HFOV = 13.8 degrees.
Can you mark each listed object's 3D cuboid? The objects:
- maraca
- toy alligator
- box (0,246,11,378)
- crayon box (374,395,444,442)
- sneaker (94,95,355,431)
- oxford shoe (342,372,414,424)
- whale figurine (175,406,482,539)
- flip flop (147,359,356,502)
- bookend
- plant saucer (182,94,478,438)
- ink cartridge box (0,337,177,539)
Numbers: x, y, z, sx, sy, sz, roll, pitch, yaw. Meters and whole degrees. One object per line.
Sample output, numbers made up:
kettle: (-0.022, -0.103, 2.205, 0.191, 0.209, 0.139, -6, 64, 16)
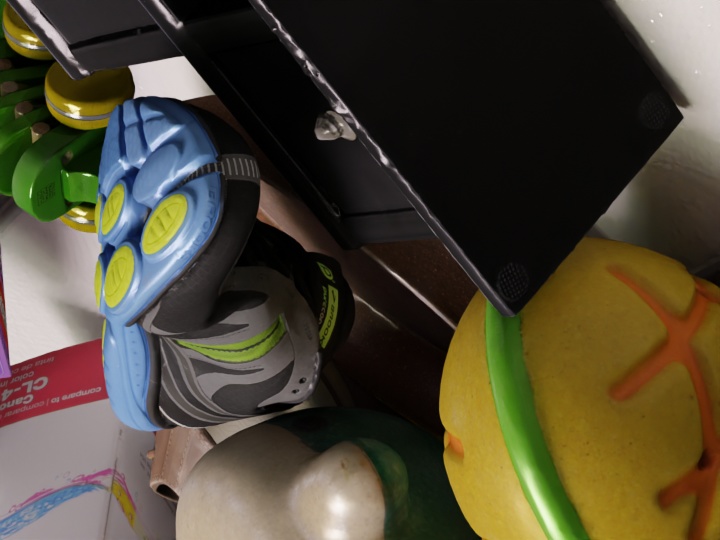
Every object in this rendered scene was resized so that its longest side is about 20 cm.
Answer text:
maraca: (0.096, 0.066, 0.950, 0.107, 0.137, 0.200, -20, 137, 29)
toy alligator: (-0.123, -0.071, 1.047, 0.200, 0.054, 0.059, 55, 154, 40)
box: (-0.171, -0.064, 1.143, 0.200, 0.039, 0.137, 85, 176, -57)
crayon box: (0.007, 0.105, 1.245, 0.200, 0.052, 0.126, 24, 150, 34)
sneaker: (-0.042, -0.001, 0.940, 0.082, 0.071, 0.200, 0, 159, -2)
oxford shoe: (0.006, 0.087, 1.128, 0.200, 0.071, 0.073, 30, 165, 35)
whale figurine: (0.022, 0.119, 0.987, 0.200, 0.104, 0.160, 29, 135, 50)
flip flop: (-0.048, 0.082, 1.096, 0.081, 0.058, 0.201, 30, 137, 30)
bookend: (-0.037, -0.087, 0.939, 0.199, 0.092, 0.200, 51, 155, -20)
plant saucer: (0.000, 0.000, 1.063, 0.200, 0.035, 0.200, 36, 167, 10)
ink cartridge box: (-0.115, 0.151, 1.318, 0.085, 0.200, 0.148, -13, 128, 18)
